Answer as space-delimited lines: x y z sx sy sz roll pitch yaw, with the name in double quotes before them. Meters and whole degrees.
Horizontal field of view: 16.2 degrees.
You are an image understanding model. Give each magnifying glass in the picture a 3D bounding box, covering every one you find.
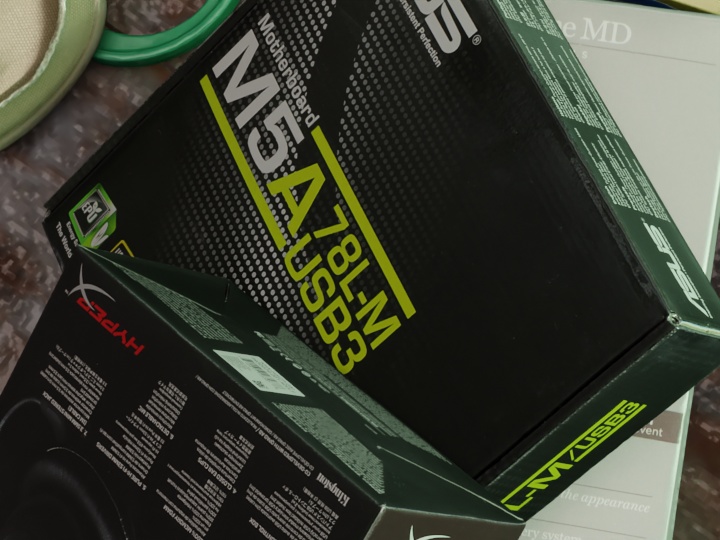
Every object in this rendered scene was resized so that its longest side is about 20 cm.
"magnifying glass" -0.040 -0.155 0.926 0.200 0.022 0.080 -44 83 0

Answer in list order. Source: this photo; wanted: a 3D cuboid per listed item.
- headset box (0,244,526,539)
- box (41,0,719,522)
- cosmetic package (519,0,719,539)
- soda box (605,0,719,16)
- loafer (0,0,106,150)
"headset box" -0.064 0.118 0.765 0.149 0.077 0.201 36 105 37
"box" 0.000 0.000 0.814 0.193 0.047 0.201 -43 57 27
"cosmetic package" 0.067 0.009 0.866 0.106 0.090 0.201 7 87 7
"soda box" 0.077 -0.130 0.881 0.199 0.068 0.064 18 86 0
"loafer" -0.181 -0.060 0.891 0.199 0.068 0.076 -30 85 6
